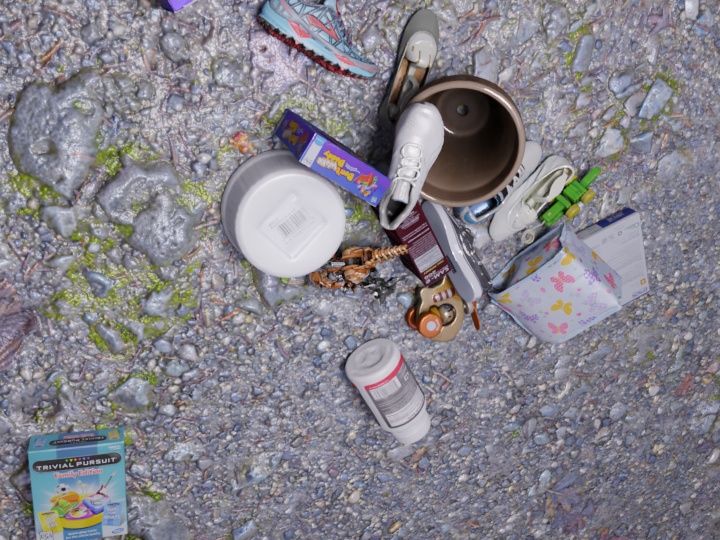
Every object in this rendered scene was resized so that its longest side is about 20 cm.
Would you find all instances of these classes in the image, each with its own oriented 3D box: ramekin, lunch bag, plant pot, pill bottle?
[{"bbox_3d":[-0.120,-0.086,1.038,0.199,0.098,0.202,-7,114,-17],"label":"ramekin"},{"bbox_3d":[0.366,0.035,1.229,0.169,0.127,0.200,39,128,-10],"label":"lunch bag"},{"bbox_3d":[0.158,-0.230,1.019,0.199,0.175,0.201,6,126,9],"label":"plant pot"},{"bbox_3d":[0.060,0.236,1.228,0.110,0.111,0.201,-32,118,-5],"label":"pill bottle"}]

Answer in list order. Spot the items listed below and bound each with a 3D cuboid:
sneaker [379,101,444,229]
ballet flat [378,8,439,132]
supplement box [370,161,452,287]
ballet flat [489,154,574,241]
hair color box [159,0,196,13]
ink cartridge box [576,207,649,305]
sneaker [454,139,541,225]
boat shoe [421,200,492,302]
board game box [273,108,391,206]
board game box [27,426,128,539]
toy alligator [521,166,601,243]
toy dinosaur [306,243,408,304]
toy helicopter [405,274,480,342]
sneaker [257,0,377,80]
[{"bbox_3d":[0.073,-0.146,0.936,0.074,0.087,0.201,14,125,1],"label":"sneaker"},{"bbox_3d":[0.088,-0.318,1.036,0.067,0.064,0.201,14,106,-23],"label":"ballet flat"},{"bbox_3d":[0.076,-0.079,1.105,0.061,0.109,0.201,-33,119,-5],"label":"supplement box"},{"bbox_3d":[0.321,-0.131,1.197,0.069,0.069,0.200,39,95,-28],"label":"ballet flat"},{"bbox_3d":[-0.215,-0.385,0.821,0.109,0.200,0.065,-32,120,-4],"label":"hair color box"},{"bbox_3d":[0.496,-0.001,1.327,0.195,0.043,0.201,-26,120,-7],"label":"ink cartridge box"},{"bbox_3d":[0.258,-0.155,1.161,0.200,0.072,0.072,-43,117,0],"label":"sneaker"},{"bbox_3d":[0.179,-0.044,1.157,0.066,0.070,0.201,-27,87,-26],"label":"boat shoe"},{"bbox_3d":[-0.048,-0.175,0.969,0.134,0.200,0.045,28,102,-27],"label":"board game box"},{"bbox_3d":[-0.491,0.380,1.125,0.150,0.047,0.201,-2,112,-19],"label":"board game box"},{"bbox_3d":[0.385,-0.120,1.234,0.200,0.059,0.054,-45,160,3],"label":"toy alligator"},{"bbox_3d":[0.000,0.000,1.083,0.135,0.199,0.103,11,87,-45],"label":"toy dinosaur"},{"bbox_3d":[0.172,0.038,1.211,0.131,0.079,0.201,11,95,-17],"label":"toy helicopter"},{"bbox_3d":[-0.048,-0.360,0.962,0.199,0.079,0.096,24,100,-27],"label":"sneaker"}]
